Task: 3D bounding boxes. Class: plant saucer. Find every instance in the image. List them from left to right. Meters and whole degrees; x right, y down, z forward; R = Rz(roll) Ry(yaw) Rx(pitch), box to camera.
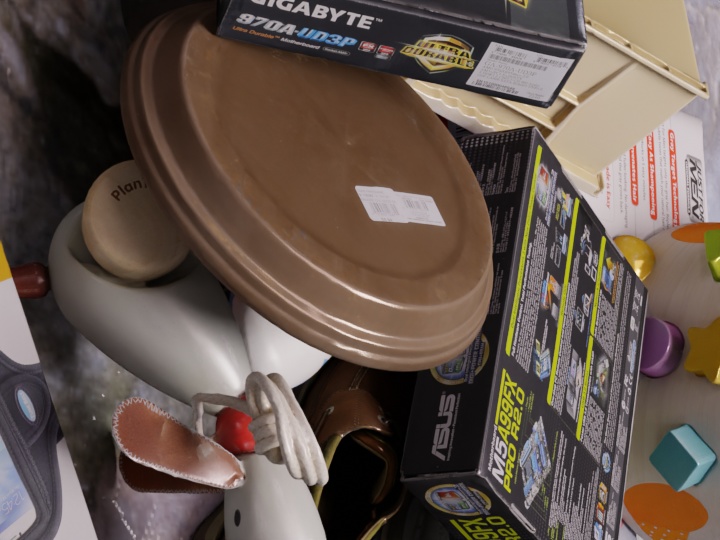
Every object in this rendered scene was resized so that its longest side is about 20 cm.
[{"bbox_3d":[-0.015,-0.045,0.993,0.200,0.029,0.200,30,36,-24],"label":"plant saucer"}]

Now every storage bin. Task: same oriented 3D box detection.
[{"bbox_3d":[0.072,-0.175,1.186,0.198,0.094,0.200,25,45,-32],"label":"storage bin"}]

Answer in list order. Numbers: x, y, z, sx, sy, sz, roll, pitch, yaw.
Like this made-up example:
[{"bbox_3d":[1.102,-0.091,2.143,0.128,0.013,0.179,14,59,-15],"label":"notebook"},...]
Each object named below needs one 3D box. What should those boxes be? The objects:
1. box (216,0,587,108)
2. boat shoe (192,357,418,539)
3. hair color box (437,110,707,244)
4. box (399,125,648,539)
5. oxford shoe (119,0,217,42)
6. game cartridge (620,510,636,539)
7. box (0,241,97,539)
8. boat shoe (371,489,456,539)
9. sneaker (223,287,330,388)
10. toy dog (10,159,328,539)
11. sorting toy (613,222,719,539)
[{"bbox_3d":[0.017,-0.175,1.037,0.159,0.046,0.200,12,51,-15],"label":"box"},{"bbox_3d":[-0.004,0.097,1.099,0.072,0.068,0.200,57,41,-23],"label":"boat shoe"},{"bbox_3d":[0.126,-0.057,1.318,0.200,0.061,0.102,15,69,-49],"label":"hair color box"},{"bbox_3d":[0.088,0.054,1.145,0.160,0.044,0.200,48,43,-46],"label":"box"},{"bbox_3d":[-0.065,-0.179,1.098,0.071,0.071,0.200,41,49,-44],"label":"oxford shoe"},{"bbox_3d":[0.096,0.111,1.255,0.133,0.041,0.200,-16,93,-49],"label":"game cartridge"},{"bbox_3d":[-0.166,0.097,0.914,0.119,0.041,0.200,-26,99,-52],"label":"box"},{"bbox_3d":[0.028,0.175,1.123,0.060,0.076,0.200,44,37,-38],"label":"boat shoe"},{"bbox_3d":[0.000,0.000,1.128,0.200,0.072,0.072,-37,106,-50],"label":"sneaker"},{"bbox_3d":[-0.094,0.047,0.971,0.132,0.096,0.200,87,-23,-61],"label":"toy dog"},{"bbox_3d":[0.218,0.051,1.230,0.107,0.180,0.200,22,74,-37],"label":"sorting toy"}]
